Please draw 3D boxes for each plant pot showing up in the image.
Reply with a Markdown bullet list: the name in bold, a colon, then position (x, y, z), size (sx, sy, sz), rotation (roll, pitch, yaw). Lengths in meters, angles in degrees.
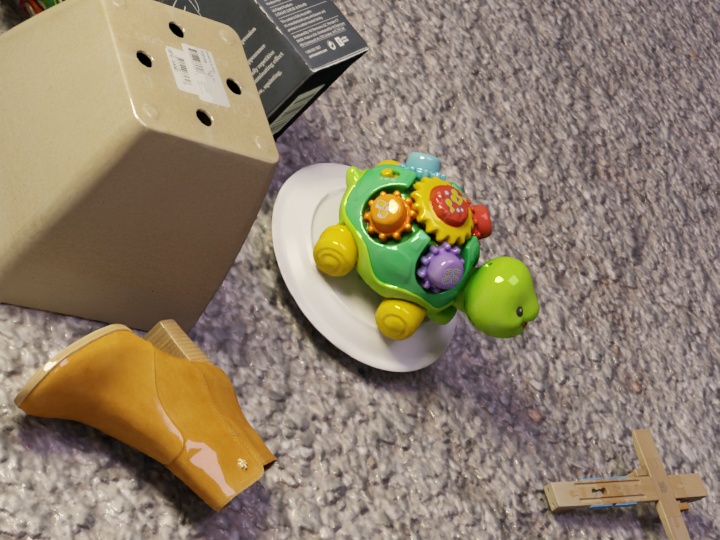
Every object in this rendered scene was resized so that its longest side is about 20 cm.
- **plant pot**: position (-0.178, -0.094, 1.527), size (0.199, 0.177, 0.200), rotation (13, 46, -41)

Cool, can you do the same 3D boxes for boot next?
- **boot**: position (-0.142, 0.110, 1.449), size (0.144, 0.071, 0.201), rotation (52, 27, 12)

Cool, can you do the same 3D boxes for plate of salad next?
- **plate of salad**: position (0.000, 0.000, 1.759), size (0.200, 0.048, 0.201), rotation (23, 50, -30)

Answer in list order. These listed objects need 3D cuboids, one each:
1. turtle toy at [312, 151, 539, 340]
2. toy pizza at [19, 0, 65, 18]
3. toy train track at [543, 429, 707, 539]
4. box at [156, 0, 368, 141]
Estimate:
- **turtle toy**: position (0.063, -0.017, 1.715), size (0.200, 0.101, 0.146), rotation (45, 41, -9)
- **toy pizza**: position (-0.256, -0.234, 1.606), size (0.032, 0.200, 0.200), rotation (-35, 82, -17)
- **toy train track**: position (0.233, 0.202, 1.840), size (0.199, 0.033, 0.115), rotation (2, 61, -42)
- **box**: position (-0.121, -0.208, 1.740), size (0.200, 0.148, 0.107), rotation (51, 32, 4)
